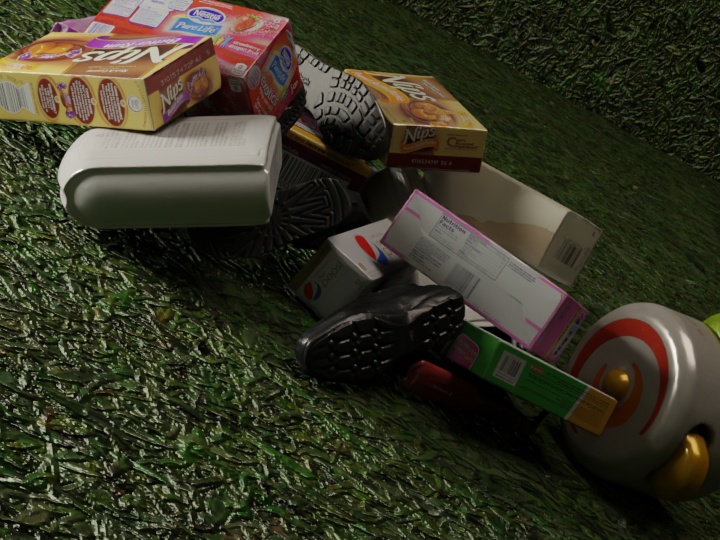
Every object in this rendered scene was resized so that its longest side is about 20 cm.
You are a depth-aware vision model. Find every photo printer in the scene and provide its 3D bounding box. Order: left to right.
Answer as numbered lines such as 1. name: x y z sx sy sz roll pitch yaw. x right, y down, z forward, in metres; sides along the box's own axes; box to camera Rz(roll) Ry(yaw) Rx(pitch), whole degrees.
1. photo printer: -0.175 -0.092 1.477 0.198 0.070 0.167 -1 22 1

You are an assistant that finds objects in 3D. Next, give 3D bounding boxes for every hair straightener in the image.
1. hair straightener: 0.107 0.111 1.580 0.199 0.041 0.077 21 20 -33

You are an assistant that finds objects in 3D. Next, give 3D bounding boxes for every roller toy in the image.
1. roller toy: 0.296 0.133 1.616 0.139 0.201 0.182 21 -16 -34

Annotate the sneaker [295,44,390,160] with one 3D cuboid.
1. sneaker: -0.016 -0.184 1.793 0.087 0.076 0.200 22 19 -51

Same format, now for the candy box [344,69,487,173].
1. candy box: 0.057 -0.173 1.841 0.115 0.056 0.200 3 22 -19

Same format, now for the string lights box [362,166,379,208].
1. string lights box: 0.055 -0.060 1.947 0.199 0.059 0.103 29 16 -12

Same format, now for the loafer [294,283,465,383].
1. loafer: 0.012 0.055 1.480 0.200 0.069 0.070 -17 24 -42

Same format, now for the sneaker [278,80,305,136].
1. sneaker: -0.156 -0.142 1.684 0.114 0.200 0.076 15 -36 36

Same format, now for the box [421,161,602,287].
1. box: 0.168 -0.066 1.856 0.200 0.078 0.095 32 5 38

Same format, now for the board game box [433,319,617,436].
1. board game box: 0.140 0.091 1.591 0.152 0.041 0.200 27 0 -26

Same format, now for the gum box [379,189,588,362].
1. gum box: 0.119 0.003 1.588 0.200 0.066 0.113 36 3 20

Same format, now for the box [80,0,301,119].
1. box: -0.170 -0.211 1.626 0.199 0.096 0.100 17 53 23

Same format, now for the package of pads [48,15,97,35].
1. package of pads: -0.271 -0.229 1.809 0.120 0.076 0.200 33 17 4

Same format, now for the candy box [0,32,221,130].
1. candy box: -0.248 -0.183 1.535 0.199 0.057 0.117 5 29 30

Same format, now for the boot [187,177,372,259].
1. boot: -0.077 -0.049 1.629 0.164 0.066 0.200 -9 0 5

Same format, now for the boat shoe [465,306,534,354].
1. boat shoe: 0.152 0.073 1.752 0.199 0.074 0.067 10 40 -31

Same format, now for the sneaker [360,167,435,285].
1. sneaker: 0.039 -0.027 1.810 0.075 0.088 0.201 43 29 -48

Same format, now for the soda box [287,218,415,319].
1. soda box: 0.000 0.000 1.645 0.064 0.068 0.200 43 18 8

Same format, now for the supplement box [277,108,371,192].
1. supplement box: -0.078 -0.135 1.842 0.130 0.104 0.200 26 18 -17
